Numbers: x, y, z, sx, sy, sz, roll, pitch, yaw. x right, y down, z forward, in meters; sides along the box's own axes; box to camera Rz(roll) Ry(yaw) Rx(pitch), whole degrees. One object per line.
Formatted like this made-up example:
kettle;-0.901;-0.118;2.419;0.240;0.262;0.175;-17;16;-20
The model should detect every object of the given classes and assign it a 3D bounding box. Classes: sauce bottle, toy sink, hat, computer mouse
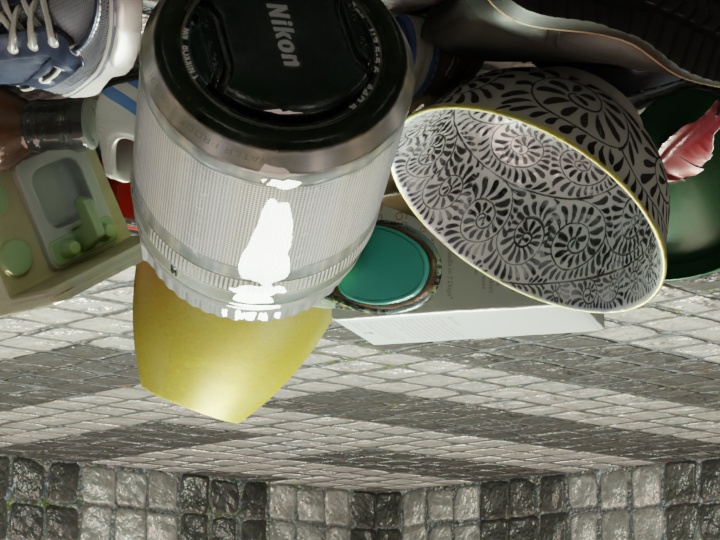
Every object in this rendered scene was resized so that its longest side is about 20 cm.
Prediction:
sauce bottle;-0.290;-0.102;1.270;0.199;0.065;0.065;-3;167;10
toy sink;-0.267;-0.036;1.359;0.200;0.112;0.130;-10;-164;46
hat;0.207;-0.106;1.198;0.200;0.166;0.176;-3;143;37
computer mouse;0.207;-0.144;1.121;0.199;0.046;0.140;2;168;-6

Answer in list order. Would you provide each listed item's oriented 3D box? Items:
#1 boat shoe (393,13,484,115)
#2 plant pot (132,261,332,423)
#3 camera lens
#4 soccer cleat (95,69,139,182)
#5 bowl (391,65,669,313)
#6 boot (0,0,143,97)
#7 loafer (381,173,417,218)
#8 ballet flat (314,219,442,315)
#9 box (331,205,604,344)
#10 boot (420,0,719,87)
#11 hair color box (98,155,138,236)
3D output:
boat shoe;0.017;-0.114;1.197;0.072;0.072;0.200;5;166;-26
plant pot;-0.137;0.061;1.648;0.200;0.142;0.200;21;180;0
camera lens;-0.058;-0.080;1.058;0.159;0.160;0.200;2;147;-9
soccer cleat;-0.097;-0.105;1.203;0.200;0.087;0.070;-8;165;30
bowl;0.127;-0.070;1.135;0.200;0.094;0.201;26;153;14
boot;-0.192;-0.147;1.053;0.090;0.073;0.200;-1;169;-20
loafer;0.079;-0.051;1.254;0.199;0.068;0.076;1;176;-18
ballet flat;0.000;0.000;1.296;0.200;0.074;0.074;9;177;45
box;0.087;-0.028;1.384;0.199;0.153;0.106;-3;165;18
boot;0.147;-0.150;1.066;0.199;0.078;0.138;18;166;-16
hair color box;-0.236;-0.048;1.505;0.200;0.061;0.101;-11;164;43
